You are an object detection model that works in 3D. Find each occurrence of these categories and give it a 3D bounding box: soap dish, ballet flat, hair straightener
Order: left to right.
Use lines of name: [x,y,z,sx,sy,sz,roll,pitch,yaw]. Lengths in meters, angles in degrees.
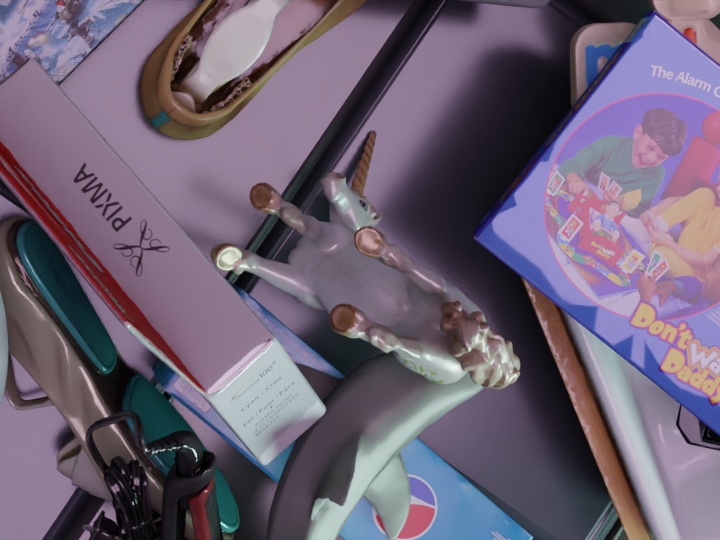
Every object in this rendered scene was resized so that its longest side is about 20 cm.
ballet flat: [-0.138,0.066,0.871,0.069,0.069,0.201,-34,101,-7]
hair straightener: [-0.102,0.134,0.835,0.076,0.201,0.041,8,50,11]
ballet flat: [-0.032,-0.143,0.873,0.069,0.063,0.200,40,85,-9]
soap dish: [0.178,0.042,0.920,0.157,0.081,0.201,-24,99,-9]

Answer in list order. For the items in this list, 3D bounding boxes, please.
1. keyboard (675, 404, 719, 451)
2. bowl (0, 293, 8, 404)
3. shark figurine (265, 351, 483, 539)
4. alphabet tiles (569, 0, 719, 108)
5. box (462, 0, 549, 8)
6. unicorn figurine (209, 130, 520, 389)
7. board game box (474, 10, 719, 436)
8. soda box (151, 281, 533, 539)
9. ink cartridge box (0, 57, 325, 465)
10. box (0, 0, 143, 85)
keyboard: [0.227,-0.002,0.855,0.103,0.040,0.201,11,94,-12]
bowl: [-0.232,0.025,0.810,0.200,0.090,0.202,8,106,30]
shark figurine: [-0.010,0.122,0.815,0.127,0.089,0.216,15,88,-11]
alphabet tiles: [0.201,-0.078,0.869,0.199,0.015,0.197,-5,96,-11]
box: [0.018,-0.246,0.809,0.199,0.131,0.200,4,75,-16]
unicorn figurine: [0.000,0.000,0.815,0.074,0.200,0.137,-48,145,12]
board game box: [0.172,-0.007,0.823,0.200,0.045,0.135,39,98,-1]
soda box: [-0.010,0.094,0.891,0.200,0.068,0.064,42,85,-11]
ink cartridge box: [-0.109,-0.021,0.766,0.045,0.176,0.200,-41,63,-5]
box: [-0.157,-0.180,0.856,0.200,0.040,0.137,-45,101,-5]
